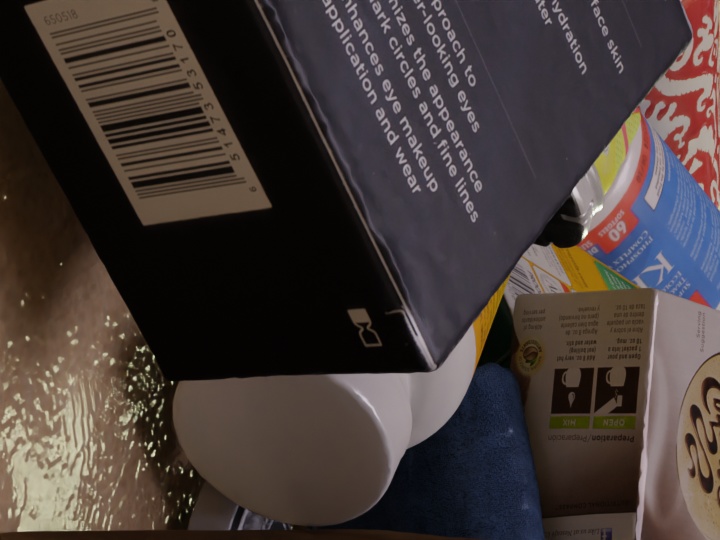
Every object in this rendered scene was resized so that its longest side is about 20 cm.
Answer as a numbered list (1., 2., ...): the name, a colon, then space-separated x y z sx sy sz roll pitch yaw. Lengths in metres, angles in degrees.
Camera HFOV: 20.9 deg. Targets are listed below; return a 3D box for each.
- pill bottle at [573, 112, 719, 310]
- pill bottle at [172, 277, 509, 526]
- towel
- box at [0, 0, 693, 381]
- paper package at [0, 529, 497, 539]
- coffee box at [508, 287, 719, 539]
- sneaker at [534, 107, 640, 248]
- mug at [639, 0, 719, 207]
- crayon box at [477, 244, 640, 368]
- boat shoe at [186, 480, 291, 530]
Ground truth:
1. pill bottle: 0.144 -0.012 1.078 0.200 0.111 0.113 41 51 -44
2. pill bottle: 0.000 0.000 0.759 0.201 0.112 0.114 -65 148 -48
3. towel: 0.029 0.143 0.777 0.048 0.111 0.202 19 56 -44
4. box: -0.012 -0.102 0.612 0.200 0.117 0.198 -48 121 -41
5. paper package: 0.010 0.136 0.599 0.189 0.199 0.105 7 82 -43
6. coffee box: 0.116 0.118 0.811 0.112 0.079 0.202 18 74 -43
7. sneaker: 0.065 -0.113 0.850 0.090 0.078 0.201 -45 125 -30
8. mug: 0.158 -0.129 1.155 0.201 0.132 0.179 72 29 -46
9. crayon box: 0.102 0.041 0.940 0.199 0.052 0.126 29 28 -39
10. boat shoe: -0.030 0.176 0.742 0.072 0.067 0.203 1 90 -69
